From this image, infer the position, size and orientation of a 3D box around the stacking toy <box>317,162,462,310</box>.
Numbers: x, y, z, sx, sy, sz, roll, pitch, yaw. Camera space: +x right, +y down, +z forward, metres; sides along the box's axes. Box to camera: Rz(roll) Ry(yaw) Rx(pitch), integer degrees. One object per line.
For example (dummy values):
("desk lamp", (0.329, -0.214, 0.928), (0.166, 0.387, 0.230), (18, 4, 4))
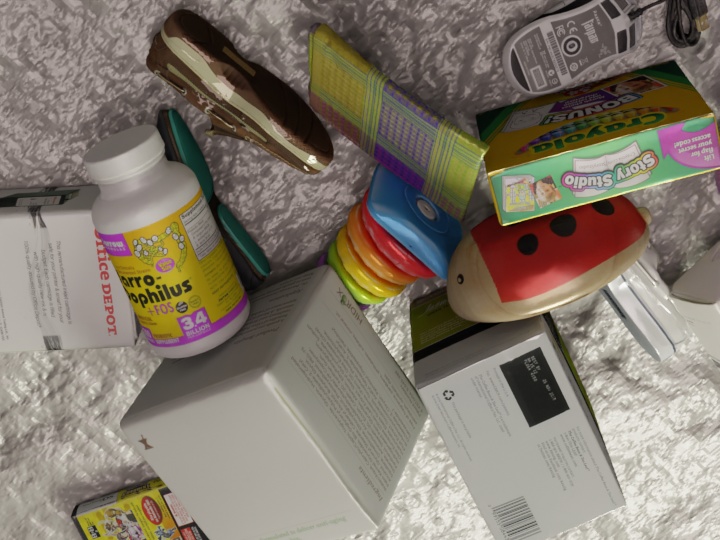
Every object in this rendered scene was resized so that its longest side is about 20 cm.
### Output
("stacking toy", (0.000, 0.000, 1.329), (0.116, 0.110, 0.200), (39, 119, -14))

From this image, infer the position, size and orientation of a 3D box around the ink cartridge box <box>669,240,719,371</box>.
("ink cartridge box", (0.417, 0.056, 1.314), (0.146, 0.083, 0.201), (-41, 107, -10))

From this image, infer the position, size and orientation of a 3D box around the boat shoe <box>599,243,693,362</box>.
("boat shoe", (0.263, -0.005, 1.334), (0.065, 0.074, 0.201), (-38, 109, -3))

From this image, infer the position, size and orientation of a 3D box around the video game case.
("video game case", (-0.197, 0.319, 1.494), (0.179, 0.026, 0.202), (-19, 111, 9))

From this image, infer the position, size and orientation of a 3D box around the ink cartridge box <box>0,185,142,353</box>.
("ink cartridge box", (-0.317, -0.001, 1.336), (0.197, 0.084, 0.148), (-2, 111, 3))

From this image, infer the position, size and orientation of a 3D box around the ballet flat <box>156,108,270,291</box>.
("ballet flat", (-0.163, -0.059, 1.319), (0.072, 0.073, 0.201), (-26, 111, 11))

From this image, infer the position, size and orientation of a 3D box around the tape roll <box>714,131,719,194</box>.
("tape roll", (0.390, -0.145, 1.197), (0.065, 0.200, 0.202), (19, 111, -5))

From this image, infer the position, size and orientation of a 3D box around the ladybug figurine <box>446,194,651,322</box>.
("ladybug figurine", (0.166, -0.022, 1.222), (0.198, 0.136, 0.072), (-23, 118, 1))

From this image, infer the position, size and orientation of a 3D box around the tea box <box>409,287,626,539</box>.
("tea box", (0.148, 0.125, 1.313), (0.133, 0.197, 0.201), (-24, 109, 10))

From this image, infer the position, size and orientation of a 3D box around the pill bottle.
("pill bottle", (-0.182, -0.028, 1.244), (0.103, 0.105, 0.202), (-18, 113, 9))

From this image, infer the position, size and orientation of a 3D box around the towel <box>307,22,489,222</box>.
("towel", (0.027, -0.135, 1.225), (0.199, 0.144, 0.023), (38, 70, 12))

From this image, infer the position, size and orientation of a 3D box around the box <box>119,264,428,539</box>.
("box", (-0.078, 0.142, 1.307), (0.198, 0.172, 0.201), (-21, 113, 34))

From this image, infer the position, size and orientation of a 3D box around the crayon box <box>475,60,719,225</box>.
("crayon box", (0.210, -0.119, 1.227), (0.198, 0.173, 0.059), (-15, 111, 7))

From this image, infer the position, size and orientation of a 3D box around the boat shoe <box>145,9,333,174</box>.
("boat shoe", (-0.117, -0.156, 1.283), (0.202, 0.075, 0.075), (42, 121, -8))

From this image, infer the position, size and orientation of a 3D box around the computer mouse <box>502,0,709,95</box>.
("computer mouse", (0.221, -0.230, 1.255), (0.198, 0.044, 0.110), (-23, 114, 4))
